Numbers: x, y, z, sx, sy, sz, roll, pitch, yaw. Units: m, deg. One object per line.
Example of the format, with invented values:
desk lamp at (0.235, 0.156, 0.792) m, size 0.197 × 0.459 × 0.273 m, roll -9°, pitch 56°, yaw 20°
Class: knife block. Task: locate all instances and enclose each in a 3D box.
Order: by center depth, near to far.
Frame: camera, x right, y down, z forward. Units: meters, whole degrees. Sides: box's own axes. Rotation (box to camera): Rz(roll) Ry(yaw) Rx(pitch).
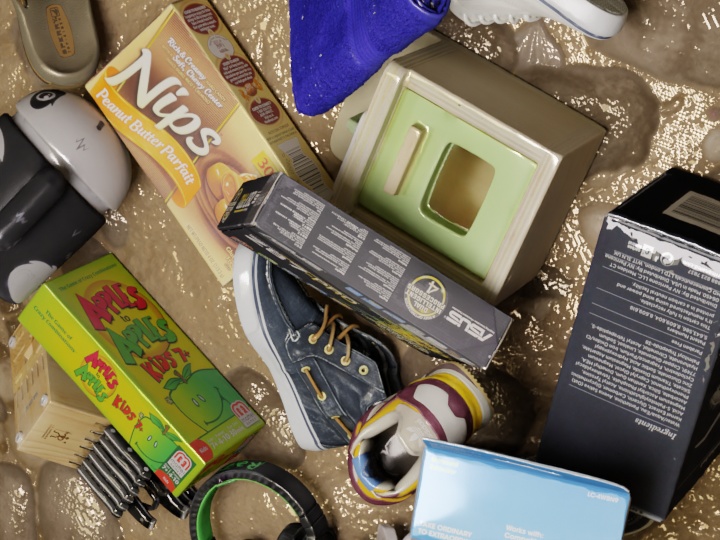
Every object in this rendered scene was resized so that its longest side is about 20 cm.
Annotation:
knife block at (-0.211, 0.124, 1.634) m, size 0.064 × 0.174 × 0.201 m, roll -50°, pitch 35°, yaw 28°

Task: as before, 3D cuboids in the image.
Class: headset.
headset at (-0.075, 0.259, 1.573) m, size 0.123 × 0.094 × 0.202 m, roll -21°, pitch 100°, yaw 31°

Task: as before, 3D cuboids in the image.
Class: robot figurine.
robot figurine at (-0.280, -0.057, 1.539) m, size 0.200 × 0.125 × 0.150 m, roll -43°, pitch 55°, yaw -2°

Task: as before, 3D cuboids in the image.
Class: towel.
towel at (0.000, -0.210, 1.346) m, size 0.200 × 0.049 × 0.149 m, roll -34°, pitch 49°, yaw 58°

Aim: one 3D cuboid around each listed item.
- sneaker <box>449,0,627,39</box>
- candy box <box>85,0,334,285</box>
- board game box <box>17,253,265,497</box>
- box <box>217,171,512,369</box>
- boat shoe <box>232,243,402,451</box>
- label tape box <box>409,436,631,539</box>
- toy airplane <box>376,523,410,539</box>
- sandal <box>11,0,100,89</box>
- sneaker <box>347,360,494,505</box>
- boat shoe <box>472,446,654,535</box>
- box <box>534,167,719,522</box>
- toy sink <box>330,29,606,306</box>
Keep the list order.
sneaker at (0.103, -0.208, 1.363) m, size 0.199 × 0.073 × 0.071 m, roll 35°, pitch 120°, yaw 26°
candy box at (-0.119, -0.104, 1.512) m, size 0.115 × 0.055 × 0.201 m, roll -36°, pitch 86°, yaw 31°
board game box at (-0.182, 0.084, 1.573) m, size 0.200 × 0.101 × 0.048 m, roll 47°, pitch 120°, yaw 8°
box at (0.000, 0.000, 1.375) m, size 0.199 × 0.161 × 0.049 m, roll 32°, pitch 82°, yaw -12°
boat shoe at (-0.028, 0.055, 1.487) m, size 0.090 × 0.071 × 0.202 m, roll -8°, pitch 125°, yaw 23°
label tape box at (0.109, 0.177, 1.295) m, size 0.142 × 0.200 × 0.067 m, roll 12°, pitch 75°, yaw 9°
toy airplane at (0.042, 0.253, 1.454) m, size 0.198 × 0.200 × 0.143 m, roll 23°, pitch 120°, yaw 24°
sandal at (-0.260, -0.246, 1.520) m, size 0.054 × 0.080 × 0.202 m, roll 143°, pitch 107°, yaw -74°
sneaker at (0.019, 0.135, 1.402) m, size 0.075 × 0.090 × 0.200 m, roll 51°, pitch 146°, yaw 9°
boat shoe at (0.135, 0.174, 1.457) m, size 0.198 × 0.062 × 0.076 m, roll 4°, pitch 105°, yaw 25°
box at (0.215, 0.049, 1.328) m, size 0.103 × 0.148 × 0.202 m, roll 22°, pitch 113°, yaw 20°
toy sink at (0.056, -0.087, 1.393) m, size 0.199 × 0.112 × 0.131 m, roll 33°, pitch 117°, yaw 16°
